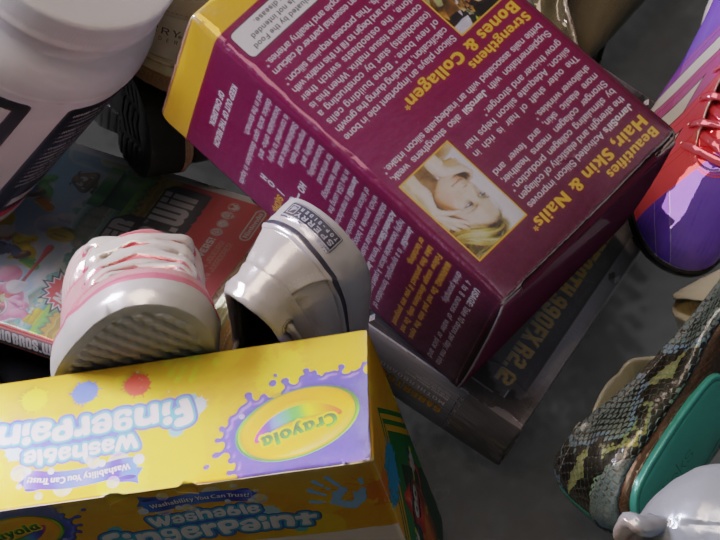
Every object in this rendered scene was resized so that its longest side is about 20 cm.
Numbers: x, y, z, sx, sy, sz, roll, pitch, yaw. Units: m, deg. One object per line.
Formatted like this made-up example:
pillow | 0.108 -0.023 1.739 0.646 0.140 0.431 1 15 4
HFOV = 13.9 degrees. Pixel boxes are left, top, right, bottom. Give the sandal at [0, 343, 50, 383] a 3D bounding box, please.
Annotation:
sandal | -0.178 0.037 1.528 0.076 0.043 0.200 -33 50 -12

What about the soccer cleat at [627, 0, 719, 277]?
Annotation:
soccer cleat | 0.187 -0.089 1.453 0.068 0.073 0.201 30 62 -7

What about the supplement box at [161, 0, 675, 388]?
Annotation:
supplement box | 0.025 -0.069 1.390 0.200 0.103 0.131 43 64 9

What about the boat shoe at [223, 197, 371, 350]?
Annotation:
boat shoe | -0.030 0.045 1.375 0.072 0.200 0.066 39 69 18

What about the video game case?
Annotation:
video game case | -0.155 -0.012 1.541 0.199 0.018 0.143 17 45 17

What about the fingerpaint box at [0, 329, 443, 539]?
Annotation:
fingerpaint box | -0.073 0.112 1.350 0.199 0.167 0.074 -9 54 10

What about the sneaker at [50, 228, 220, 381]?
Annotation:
sneaker | -0.107 0.015 1.375 0.075 0.200 0.105 1 68 -7

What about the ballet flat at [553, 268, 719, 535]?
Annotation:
ballet flat | 0.162 0.041 1.411 0.074 0.074 0.200 27 61 33

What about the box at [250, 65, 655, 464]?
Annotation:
box | 0.059 -0.029 1.465 0.158 0.048 0.200 34 63 3

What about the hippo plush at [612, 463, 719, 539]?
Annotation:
hippo plush | 0.189 0.115 1.277 0.160 0.159 0.201 -14 66 19

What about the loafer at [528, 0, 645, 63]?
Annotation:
loafer | 0.130 -0.172 1.591 0.069 0.075 0.201 -1 51 21

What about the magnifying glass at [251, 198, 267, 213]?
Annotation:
magnifying glass | 0.002 -0.095 1.521 0.022 0.080 0.200 34 45 11

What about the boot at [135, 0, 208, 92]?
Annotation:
boot | -0.035 -0.188 1.536 0.073 0.156 0.199 31 37 33

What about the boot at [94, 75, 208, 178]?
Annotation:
boot | -0.078 -0.116 1.625 0.138 0.078 0.200 -9 37 -17

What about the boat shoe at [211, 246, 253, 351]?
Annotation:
boat shoe | 0.000 0.000 1.495 0.076 0.072 0.200 36 68 22

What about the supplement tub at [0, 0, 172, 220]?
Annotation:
supplement tub | -0.187 -0.119 1.474 0.140 0.200 0.141 18 52 -26
